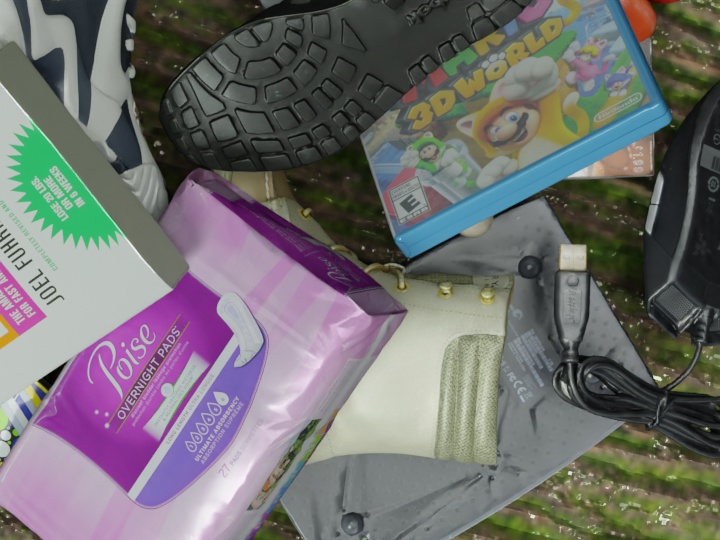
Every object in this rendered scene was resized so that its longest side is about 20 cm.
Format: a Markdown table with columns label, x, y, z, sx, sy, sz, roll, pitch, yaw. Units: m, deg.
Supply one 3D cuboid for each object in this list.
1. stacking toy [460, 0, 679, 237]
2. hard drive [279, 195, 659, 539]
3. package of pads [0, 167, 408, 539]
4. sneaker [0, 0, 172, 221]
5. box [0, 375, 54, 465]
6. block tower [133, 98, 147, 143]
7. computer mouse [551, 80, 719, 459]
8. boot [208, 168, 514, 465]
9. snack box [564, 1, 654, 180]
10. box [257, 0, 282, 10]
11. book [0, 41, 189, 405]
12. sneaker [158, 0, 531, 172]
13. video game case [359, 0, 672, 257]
| label | x | y | z | sx | sy | sz | roll | pitch | yaw |
| --- | --- | --- | --- | --- | --- | --- | --- | --- | --- |
| stacking toy | 0.101 | -0.110 | 1.471 | 0.200 | 0.085 | 0.085 | -42 | 97 | 1 |
| hard drive | 0.040 | 0.063 | 1.515 | 0.200 | 0.042 | 0.135 | -32 | 96 | -3 |
| package of pads | -0.082 | 0.063 | 1.393 | 0.120 | 0.076 | 0.200 | 37 | 103 | 14 |
| sneaker | -0.130 | -0.107 | 1.413 | 0.199 | 0.079 | 0.130 | 51 | 51 | -31 |
| box | -0.237 | 0.029 | 1.469 | 0.200 | 0.064 | 0.070 | 43 | 88 | -8 |
| block tower | -0.128 | -0.033 | 1.483 | 0.054 | 0.058 | 0.200 | -17 | 96 | -5 |
| computer mouse | 0.152 | -0.010 | 1.500 | 0.140 | 0.046 | 0.200 | 13 | 84 | -34 |
| boot | 0.000 | 0.000 | 1.455 | 0.154 | 0.072 | 0.200 | -1 | 87 | 6 |
| snack box | 0.114 | -0.148 | 1.521 | 0.072 | 0.024 | 0.200 | -2 | 94 | -4 |
| box | -0.019 | -0.223 | 1.421 | 0.156 | 0.041 | 0.200 | -36 | 133 | -1 |
| book | -0.193 | 0.000 | 1.368 | 0.200 | 0.048 | 0.134 | -34 | 100 | 29 |
| sneaker | -0.007 | -0.113 | 1.422 | 0.200 | 0.088 | 0.076 | -28 | 108 | -3 |
| video game case | 0.060 | -0.108 | 1.431 | 0.143 | 0.200 | 0.018 | -28 | 133 | 10 |
